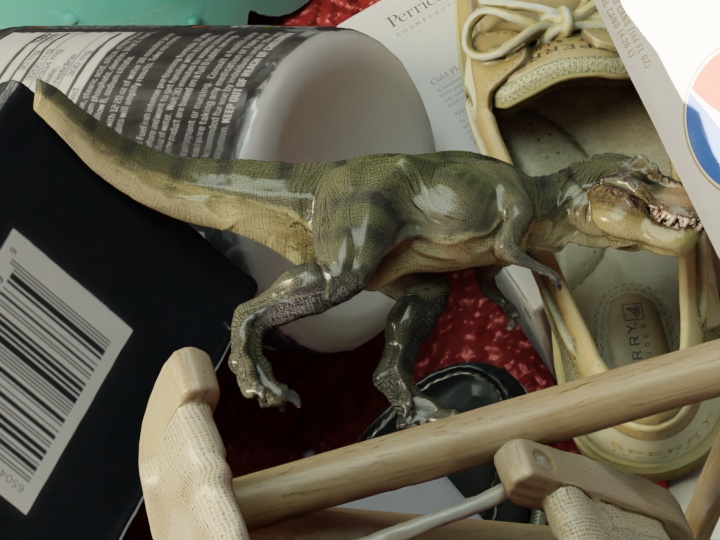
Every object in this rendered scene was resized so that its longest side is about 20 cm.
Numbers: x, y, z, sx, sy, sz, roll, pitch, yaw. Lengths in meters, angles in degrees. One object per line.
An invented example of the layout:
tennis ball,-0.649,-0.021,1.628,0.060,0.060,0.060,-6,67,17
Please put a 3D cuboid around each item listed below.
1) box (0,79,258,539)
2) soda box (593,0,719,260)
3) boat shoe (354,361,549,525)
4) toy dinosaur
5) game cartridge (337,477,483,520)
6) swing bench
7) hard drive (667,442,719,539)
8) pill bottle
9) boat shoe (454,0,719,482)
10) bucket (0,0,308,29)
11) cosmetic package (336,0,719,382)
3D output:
box,-0.151,0.047,0.935,0.200,0.107,0.149,-14,41,53
soda box,0.143,-0.018,0.867,0.064,0.068,0.201,-34,74,33
boat shoe,-0.004,0.099,0.927,0.074,0.066,0.200,21,62,31
toy dinosaur,0.000,0.000,0.879,0.199,0.047,0.089,6,80,-6
game cartridge,-0.024,0.147,0.853,0.200,0.042,0.133,-42,89,-26
swing bench,0.053,0.127,0.759,0.199,0.130,0.199,-5,50,-16
hard drive,0.157,0.117,0.885,0.131,0.026,0.201,-7,52,14
pill bottle,-0.081,-0.030,1.017,0.199,0.106,0.106,4,54,39
boat shoe,0.072,-0.036,0.938,0.073,0.063,0.202,-10,69,3
bucket,-0.101,-0.186,1.137,0.206,0.135,0.208,-10,51,12
cosmetic package,0.113,-0.072,1.029,0.199,0.052,0.151,-29,54,-4
